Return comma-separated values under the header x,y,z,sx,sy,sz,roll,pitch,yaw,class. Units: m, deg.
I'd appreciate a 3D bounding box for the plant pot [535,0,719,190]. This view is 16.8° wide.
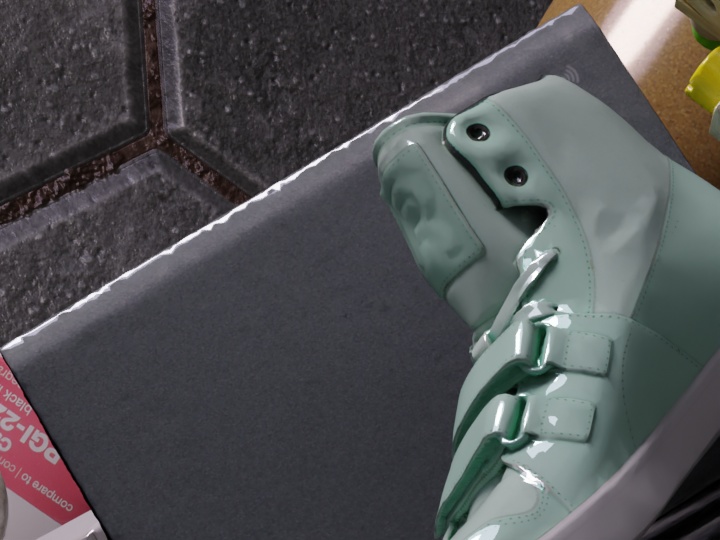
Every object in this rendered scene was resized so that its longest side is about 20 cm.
x,y,z,sx,sy,sz,roll,pitch,yaw,class
0.112,-0.027,0.807,0.200,0.186,0.186,-44,5,-20,plant pot

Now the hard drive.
x,y,z,sx,sy,sz,roll,pitch,yaw,class
0.016,0.032,0.703,0.199,0.140,0.033,-31,-10,-8,hard drive

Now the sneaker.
x,y,z,sx,sy,sz,roll,pitch,yaw,class
0.029,0.026,0.622,0.200,0.118,0.074,-44,-8,-44,sneaker

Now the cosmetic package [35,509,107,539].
x,y,z,sx,sy,sz,roll,pitch,yaw,class
-0.122,0.147,0.851,0.200,0.085,0.108,-29,0,28,cosmetic package

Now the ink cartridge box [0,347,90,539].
x,y,z,sx,sy,sz,roll,pitch,yaw,class
-0.175,0.135,1.033,0.200,0.085,0.146,-58,1,-4,ink cartridge box

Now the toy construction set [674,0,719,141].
x,y,z,sx,sy,sz,roll,pitch,yaw,class
0.171,-0.064,0.691,0.131,0.200,0.092,-48,-29,-11,toy construction set

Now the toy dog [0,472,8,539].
x,y,z,sx,sy,sz,roll,pitch,yaw,class
-0.167,0.156,0.756,0.200,0.132,0.096,-51,-18,22,toy dog
